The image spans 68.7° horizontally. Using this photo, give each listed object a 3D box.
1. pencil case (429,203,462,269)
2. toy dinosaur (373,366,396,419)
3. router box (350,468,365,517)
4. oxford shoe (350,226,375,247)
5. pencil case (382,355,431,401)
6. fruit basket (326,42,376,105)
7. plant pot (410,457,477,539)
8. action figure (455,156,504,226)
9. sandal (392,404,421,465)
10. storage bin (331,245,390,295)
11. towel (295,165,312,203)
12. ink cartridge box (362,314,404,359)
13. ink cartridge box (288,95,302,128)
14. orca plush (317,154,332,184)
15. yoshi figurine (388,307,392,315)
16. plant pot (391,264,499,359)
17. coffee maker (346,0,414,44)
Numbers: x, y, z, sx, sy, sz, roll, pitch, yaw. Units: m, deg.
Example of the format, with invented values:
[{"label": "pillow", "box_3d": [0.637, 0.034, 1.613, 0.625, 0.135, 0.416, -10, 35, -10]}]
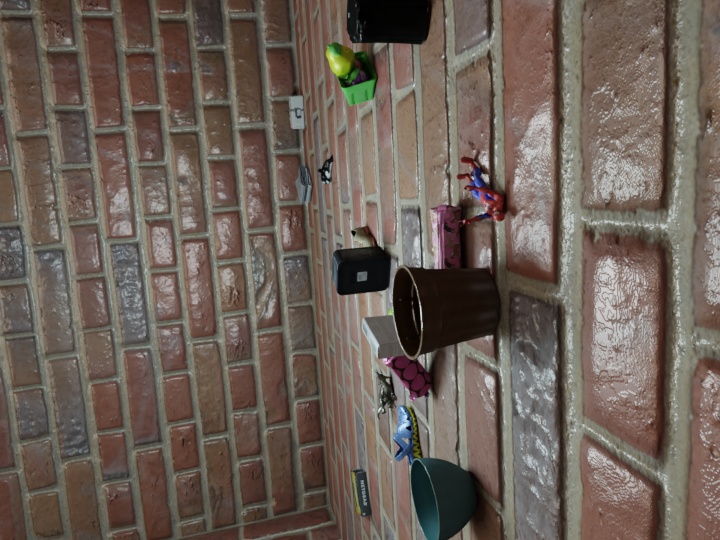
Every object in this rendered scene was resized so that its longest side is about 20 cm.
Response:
[{"label": "pencil case", "box_3d": [0.208, -0.059, 1.275, 0.086, 0.080, 0.206, -150, 57, -74]}, {"label": "toy dinosaur", "box_3d": [0.095, 0.476, 2.001, 0.103, 0.075, 0.205, -97, 3, -62]}, {"label": "router box", "box_3d": [0.000, 1.108, 2.633, 0.157, 0.051, 0.206, 129, 133, -71]}, {"label": "oxford shoe", "box_3d": [0.012, -0.105, 2.069, 0.201, 0.073, 0.072, -118, 27, -56]}, {"label": "pencil case", "box_3d": [0.132, 0.288, 1.532, 0.201, 0.094, 0.090, 53, 163, -29]}, {"label": "fruit basket", "box_3d": [-0.036, -0.719, 1.856, 0.216, 0.151, 0.222, 164, 90, -87]}, {"label": "plant pot", "box_3d": [0.222, 0.577, 1.351, 0.200, 0.131, 0.206, 174, 90, -76]}, {"label": "action figure", "box_3d": [0.234, -0.163, 1.110, 0.202, 0.096, 0.067, -114, 22, -46]}, {"label": "sandal", "box_3d": [0.147, 0.553, 1.755, 0.080, 0.084, 0.206, 117, 147, -68]}, {"label": "storage bin", "box_3d": [0.000, 0.000, 1.898, 0.094, 0.194, 0.139, -119, 27, -56]}, {"label": "towel", "box_3d": [-0.371, -0.564, 3.435, 0.167, 0.083, 0.204, 104, 157, -51]}, {"label": "ink cartridge box", "box_3d": [0.117, 0.177, 1.482, 0.163, 0.194, 0.059, -126, 38, -63]}, {"label": "ink cartridge box", "box_3d": [-0.420, -1.041, 3.452, 0.145, 0.081, 0.206, -130, 37, -67]}, {"label": "orca plush", "box_3d": [-0.187, -0.515, 2.730, 0.200, 0.069, 0.108, 134, 129, -72]}, {"label": "yoshi figurine", "box_3d": [0.120, 0.174, 1.681, 0.202, 0.109, 0.115, 111, 156, -55]}, {"label": "plant pot", "box_3d": [0.189, 0.080, 1.168, 0.200, 0.193, 0.207, 174, 90, -75]}, {"label": "coffee maker", "box_3d": [0.072, -0.641, 1.359, 0.136, 0.194, 0.197, 105, 158, -60]}]
